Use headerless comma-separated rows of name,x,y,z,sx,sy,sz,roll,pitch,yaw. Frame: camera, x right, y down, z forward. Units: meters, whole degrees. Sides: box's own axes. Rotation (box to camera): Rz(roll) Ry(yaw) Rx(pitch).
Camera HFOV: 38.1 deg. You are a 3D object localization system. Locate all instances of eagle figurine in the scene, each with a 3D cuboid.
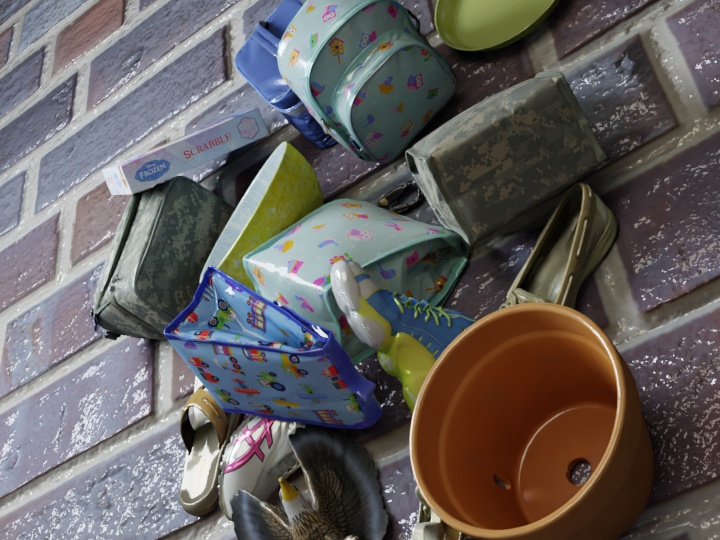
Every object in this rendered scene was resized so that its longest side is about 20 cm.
eagle figurine,-0.046,0.253,1.019,0.200,0.149,0.154,-136,47,-74

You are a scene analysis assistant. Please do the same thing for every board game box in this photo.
board game box,-0.243,-0.159,1.419,0.197,0.042,0.199,-26,12,-18

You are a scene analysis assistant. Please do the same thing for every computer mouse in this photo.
computer mouse,0.093,-0.132,1.222,0.199,0.034,0.059,-39,43,15

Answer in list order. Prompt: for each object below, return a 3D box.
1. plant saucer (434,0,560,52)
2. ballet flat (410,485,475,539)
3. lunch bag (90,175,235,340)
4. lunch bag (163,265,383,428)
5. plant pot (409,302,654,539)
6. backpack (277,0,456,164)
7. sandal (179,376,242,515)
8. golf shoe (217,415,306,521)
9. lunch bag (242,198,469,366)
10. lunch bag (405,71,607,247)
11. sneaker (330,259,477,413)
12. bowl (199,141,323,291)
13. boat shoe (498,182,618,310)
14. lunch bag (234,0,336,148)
plant saucer,0.183,-0.348,1.298,0.198,0.031,0.203,-23,49,28
ballet flat,0.073,0.237,0.945,0.067,0.075,0.203,-11,55,37
lunch bag,-0.271,-0.007,1.393,0.166,0.138,0.203,-13,54,48
lunch bag,-0.073,0.096,1.046,0.198,0.151,0.095,16,61,32
plant pot,0.159,0.148,0.882,0.198,0.140,0.203,-23,49,29
backpack,0.006,-0.242,1.253,0.176,0.200,0.154,-45,42,6
sandal,-0.186,0.186,1.233,0.079,0.054,0.203,-17,51,33
golf shoe,-0.085,0.183,1.130,0.091,0.072,0.202,14,71,45
lunch bag,0.000,0.000,1.144,0.199,0.124,0.169,-31,32,-30
lunch bag,0.140,-0.120,1.087,0.163,0.119,0.200,-31,12,1
sneaker,0.054,0.053,1.023,0.104,0.201,0.076,-36,21,-9
bowl,-0.098,-0.043,1.259,0.201,0.107,0.201,-54,14,20
boat shoe,0.180,0.011,1.018,0.073,0.063,0.202,27,81,49
lunch bag,-0.081,-0.279,1.409,0.136,0.132,0.200,-47,41,4
